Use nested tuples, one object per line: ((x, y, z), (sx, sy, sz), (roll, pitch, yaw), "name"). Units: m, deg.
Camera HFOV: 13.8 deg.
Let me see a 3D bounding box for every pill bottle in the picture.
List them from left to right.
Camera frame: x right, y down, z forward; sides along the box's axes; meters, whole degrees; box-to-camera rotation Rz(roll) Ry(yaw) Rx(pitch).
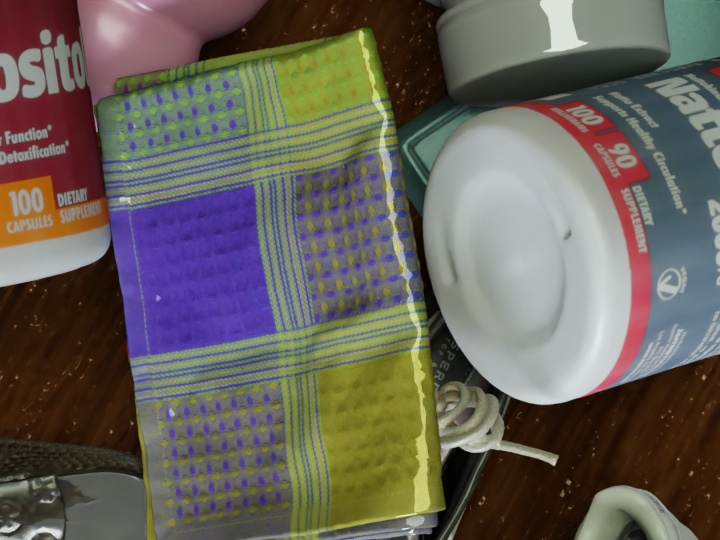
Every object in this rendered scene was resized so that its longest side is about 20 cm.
((-0.166, -0.095, 1.165), (0.112, 0.113, 0.202), (-9, 97, -7), "pill bottle")
((0.065, -0.177, 1.253), (0.113, 0.114, 0.201), (-9, 81, -7), "pill bottle")
((0.136, -0.025, 1.223), (0.199, 0.119, 0.120), (-15, 85, -34), "pill bottle")

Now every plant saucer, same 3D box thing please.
((0.107, -0.082, 1.302), (0.199, 0.019, 0.070), (-34, 88, -8), "plant saucer")

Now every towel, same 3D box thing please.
((-0.038, 0.014, 1.160), (0.143, 0.023, 0.202), (-8, 86, 33), "towel")

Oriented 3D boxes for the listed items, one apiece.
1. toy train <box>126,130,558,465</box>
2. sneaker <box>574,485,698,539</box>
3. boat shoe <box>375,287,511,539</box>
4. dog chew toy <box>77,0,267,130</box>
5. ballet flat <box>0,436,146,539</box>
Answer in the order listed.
((0.000, 0.000, 1.192), (0.199, 0.084, 0.117), (12, 107, 32), "toy train")
((0.097, 0.183, 1.213), (0.074, 0.100, 0.201), (0, 65, 16), "sneaker")
((0.013, 0.091, 1.252), (0.067, 0.057, 0.201), (26, 82, -3), "boat shoe")
((-0.078, -0.153, 1.243), (0.124, 0.125, 0.201), (26, 90, -3), "dog chew toy")
((-0.174, 0.090, 1.243), (0.198, 0.046, 0.068), (5, 105, 0), "ballet flat")
